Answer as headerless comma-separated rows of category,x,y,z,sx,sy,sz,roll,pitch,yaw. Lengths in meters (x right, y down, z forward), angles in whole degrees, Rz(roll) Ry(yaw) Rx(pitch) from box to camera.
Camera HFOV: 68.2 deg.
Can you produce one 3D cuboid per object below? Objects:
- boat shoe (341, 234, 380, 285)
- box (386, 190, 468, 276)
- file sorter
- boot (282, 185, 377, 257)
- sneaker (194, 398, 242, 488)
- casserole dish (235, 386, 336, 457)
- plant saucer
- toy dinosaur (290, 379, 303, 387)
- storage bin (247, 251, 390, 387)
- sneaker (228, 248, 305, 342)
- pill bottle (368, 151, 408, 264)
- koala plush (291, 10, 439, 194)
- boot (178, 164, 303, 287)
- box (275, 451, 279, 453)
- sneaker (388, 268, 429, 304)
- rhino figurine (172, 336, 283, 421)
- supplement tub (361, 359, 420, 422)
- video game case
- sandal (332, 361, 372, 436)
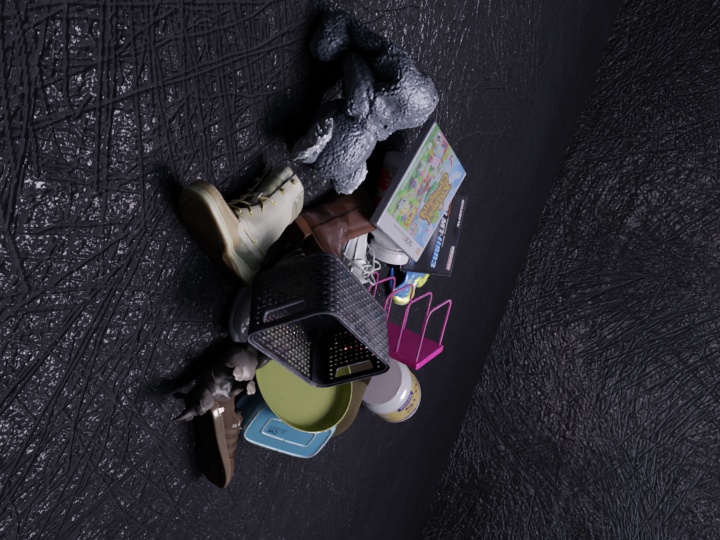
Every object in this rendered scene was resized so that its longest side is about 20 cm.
boat shoe,-0.003,0.002,1.023,0.074,0.085,0.205,-15,125,-58
box,0.157,-0.094,1.215,0.196,0.049,0.204,7,98,-46
file sorter,0.075,0.094,1.126,0.138,0.198,0.128,-16,123,-58
boot,-0.015,-0.047,0.881,0.064,0.188,0.199,-33,179,40
sneaker,-0.215,0.262,0.850,0.075,0.070,0.203,-37,142,-47
casserole dish,-0.127,0.271,0.929,0.198,0.039,0.122,28,110,-26
plant saucer,-0.100,0.180,0.914,0.031,0.202,0.199,-36,176,39
toy dinosaur,-0.084,0.223,0.996,0.199,0.047,0.090,-14,115,-61
storage bin,-0.052,0.077,0.749,0.200,0.133,0.095,48,31,-49
sneaker,-0.123,0.038,0.825,0.200,0.081,0.076,-48,149,-33
pill bottle,0.078,-0.122,1.047,0.112,0.111,0.203,-18,126,-57
koala plush,-0.010,-0.215,0.758,0.201,0.183,0.177,-54,154,2
boot,-0.144,-0.086,0.691,0.156,0.071,0.201,-55,159,-21
box,-0.114,0.234,1.046,0.161,0.048,0.203,-31,137,-53
sneaker,0.131,-0.015,1.283,0.202,0.075,0.105,-61,153,-10
rhino figurine,-0.194,0.157,0.767,0.200,0.086,0.061,-41,117,-52
supplement tub,0.068,0.294,1.337,0.147,0.144,0.200,-59,154,-13
video game case,0.111,-0.136,0.962,0.202,0.022,0.182,-60,146,-4
sandal,-0.027,0.243,1.081,0.214,0.077,0.070,-60,-178,19
